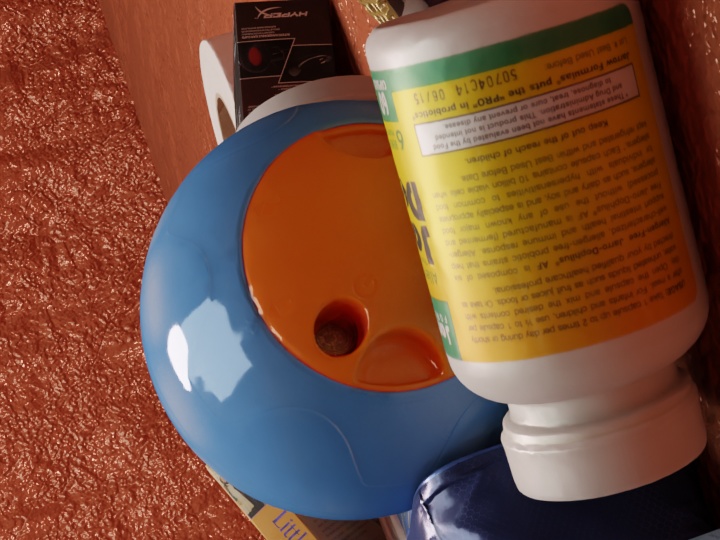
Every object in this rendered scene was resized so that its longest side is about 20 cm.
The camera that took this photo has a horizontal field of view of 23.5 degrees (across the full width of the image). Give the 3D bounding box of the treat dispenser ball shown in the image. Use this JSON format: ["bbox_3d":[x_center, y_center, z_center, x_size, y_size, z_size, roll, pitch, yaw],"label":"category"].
[{"bbox_3d":[-0.007,0.019,0.839,0.201,0.199,0.203,163,90,-80],"label":"treat dispenser ball"}]

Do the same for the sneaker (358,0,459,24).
[{"bbox_3d":[0.059,-0.121,0.790,0.200,0.090,0.075,47,-179,-44],"label":"sneaker"}]

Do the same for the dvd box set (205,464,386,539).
[{"bbox_3d":[0.006,0.170,1.040,0.200,0.029,0.146,48,-163,7],"label":"dvd box set"}]

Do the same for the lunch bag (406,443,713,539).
[{"bbox_3d":[0.101,0.168,0.827,0.200,0.135,0.133,93,157,-62],"label":"lunch bag"}]

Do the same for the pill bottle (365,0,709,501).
[{"bbox_3d":[0.079,-0.015,0.710,0.113,0.112,0.202,-151,44,-75],"label":"pill bottle"}]

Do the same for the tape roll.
[{"bbox_3d":[-0.078,-0.112,1.509,0.202,0.070,0.204,162,90,-79],"label":"tape roll"}]

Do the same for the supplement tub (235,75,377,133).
[{"bbox_3d":[0.000,0.000,1.037,0.145,0.143,0.201,93,164,-63],"label":"supplement tub"}]

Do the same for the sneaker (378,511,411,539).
[{"bbox_3d":[0.070,0.174,0.955,0.201,0.075,0.077,55,151,28],"label":"sneaker"}]

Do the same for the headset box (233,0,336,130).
[{"bbox_3d":[-0.053,-0.078,1.292,0.149,0.074,0.202,100,166,-69],"label":"headset box"}]

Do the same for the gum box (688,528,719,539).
[{"bbox_3d":[0.106,0.212,0.697,0.045,0.198,0.171,167,85,-80],"label":"gum box"}]
